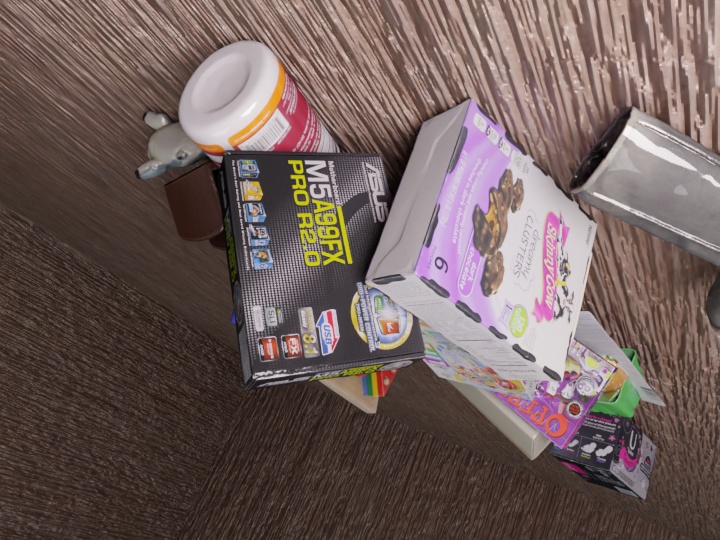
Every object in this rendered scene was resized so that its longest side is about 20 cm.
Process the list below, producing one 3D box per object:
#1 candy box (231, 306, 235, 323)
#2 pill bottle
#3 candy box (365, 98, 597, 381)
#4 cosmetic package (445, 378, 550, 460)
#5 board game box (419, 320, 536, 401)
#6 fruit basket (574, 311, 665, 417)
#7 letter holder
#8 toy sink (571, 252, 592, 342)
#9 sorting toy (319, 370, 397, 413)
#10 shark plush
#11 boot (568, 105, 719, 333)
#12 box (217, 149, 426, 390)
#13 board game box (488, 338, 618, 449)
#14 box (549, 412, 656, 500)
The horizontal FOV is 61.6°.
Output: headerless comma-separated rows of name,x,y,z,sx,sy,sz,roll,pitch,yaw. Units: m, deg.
candy box,-0.046,0.012,0.673,0.165,0.079,0.200,17,151,-13
pill bottle,-0.088,-0.126,0.633,0.111,0.115,0.200,14,159,33
candy box,0.119,-0.019,0.549,0.198,0.172,0.071,33,156,-28
cosmetic package,0.204,0.155,0.867,0.200,0.103,0.074,42,161,37
board game box,0.127,0.095,0.715,0.131,0.035,0.200,10,159,31
fruit basket,0.307,0.117,0.859,0.201,0.094,0.184,49,156,-17
letter holder,-0.179,-0.071,0.829,0.198,0.099,0.146,-2,104,57
toy sink,0.159,0.024,0.719,0.195,0.115,0.131,14,160,20
sorting toy,0.011,0.138,1.131,0.068,0.204,0.200,-6,148,31
shark plush,-0.224,-0.178,0.829,0.195,0.094,0.083,-11,167,29
boot,0.261,-0.030,0.487,0.194,0.074,0.183,18,148,4
box,-0.038,-0.007,0.540,0.156,0.206,0.044,-3,160,-23
board game box,0.218,0.119,0.794,0.199,0.122,0.032,37,-168,35
box,0.487,0.355,1.199,0.130,0.117,0.199,4,154,47
